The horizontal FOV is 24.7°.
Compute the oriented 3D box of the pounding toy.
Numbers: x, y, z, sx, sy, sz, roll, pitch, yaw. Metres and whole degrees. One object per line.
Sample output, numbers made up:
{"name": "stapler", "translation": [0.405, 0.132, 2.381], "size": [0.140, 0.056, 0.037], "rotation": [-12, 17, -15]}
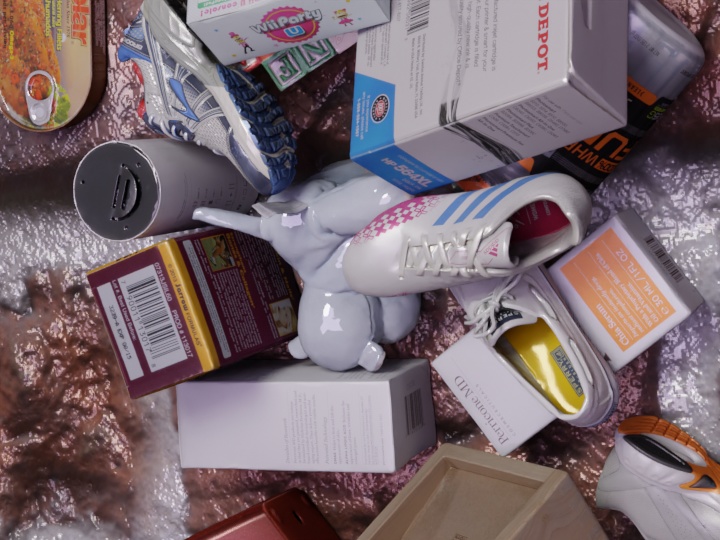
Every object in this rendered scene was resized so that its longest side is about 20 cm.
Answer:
{"name": "pounding toy", "translation": [0.121, 0.238, 1.308], "size": [0.184, 0.200, 0.143], "rotation": [7, 136, 54]}

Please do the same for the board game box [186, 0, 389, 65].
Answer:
{"name": "board game box", "translation": [-0.054, -0.274, 1.284], "size": [0.146, 0.064, 0.201], "rotation": [-11, 59, 21]}

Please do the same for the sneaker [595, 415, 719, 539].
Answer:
{"name": "sneaker", "translation": [0.281, 0.202, 1.326], "size": [0.199, 0.076, 0.092], "rotation": [33, 124, 14]}

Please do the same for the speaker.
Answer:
{"name": "speaker", "translation": [-0.158, -0.071, 1.379], "size": [0.081, 0.200, 0.082], "rotation": [2, 97, 20]}

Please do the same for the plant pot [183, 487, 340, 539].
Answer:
{"name": "plant pot", "translation": [-0.091, 0.300, 1.414], "size": [0.176, 0.200, 0.200], "rotation": [-40, 82, 9]}

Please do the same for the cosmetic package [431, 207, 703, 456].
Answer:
{"name": "cosmetic package", "translation": [0.168, 0.050, 1.341], "size": [0.200, 0.071, 0.102], "rotation": [-41, 82, 21]}

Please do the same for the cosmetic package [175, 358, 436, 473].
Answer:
{"name": "cosmetic package", "translation": [-0.047, 0.122, 1.410], "size": [0.198, 0.113, 0.082], "rotation": [-3, 96, 22]}

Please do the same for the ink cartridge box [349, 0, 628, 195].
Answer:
{"name": "ink cartridge box", "translation": [0.095, -0.156, 1.213], "size": [0.199, 0.084, 0.147], "rotation": [-15, 60, 37]}

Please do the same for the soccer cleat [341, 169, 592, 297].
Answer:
{"name": "soccer cleat", "translation": [0.077, -0.022, 1.231], "size": [0.199, 0.086, 0.070], "rotation": [-19, 112, 12]}

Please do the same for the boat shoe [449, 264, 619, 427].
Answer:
{"name": "boat shoe", "translation": [0.116, 0.038, 1.271], "size": [0.075, 0.086, 0.203], "rotation": [-41, 69, 19]}

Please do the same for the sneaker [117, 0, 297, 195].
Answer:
{"name": "sneaker", "translation": [-0.125, -0.130, 1.316], "size": [0.085, 0.077, 0.201], "rotation": [-43, 69, 22]}

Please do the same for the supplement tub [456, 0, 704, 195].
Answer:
{"name": "supplement tub", "translation": [0.164, -0.132, 1.293], "size": [0.122, 0.122, 0.200], "rotation": [43, 110, 11]}

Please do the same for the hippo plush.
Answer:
{"name": "hippo plush", "translation": [0.000, 0.000, 1.345], "size": [0.159, 0.199, 0.162], "rotation": [-2, 105, 42]}

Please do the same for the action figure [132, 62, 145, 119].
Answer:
{"name": "action figure", "translation": [-0.144, -0.220, 1.436], "size": [0.065, 0.052, 0.201], "rotation": [34, 100, 18]}

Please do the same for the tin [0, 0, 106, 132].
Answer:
{"name": "tin", "translation": [-0.285, -0.228, 1.496], "size": [0.111, 0.042, 0.202], "rotation": [5, 98, 24]}

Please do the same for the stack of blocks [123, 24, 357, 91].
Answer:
{"name": "stack of blocks", "translation": [-0.082, -0.209, 1.377], "size": [0.199, 0.059, 0.116], "rotation": [-32, 98, 9]}

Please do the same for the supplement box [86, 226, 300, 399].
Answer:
{"name": "supplement box", "translation": [-0.130, 0.027, 1.381], "size": [0.085, 0.200, 0.111], "rotation": [-20, 89, 23]}
